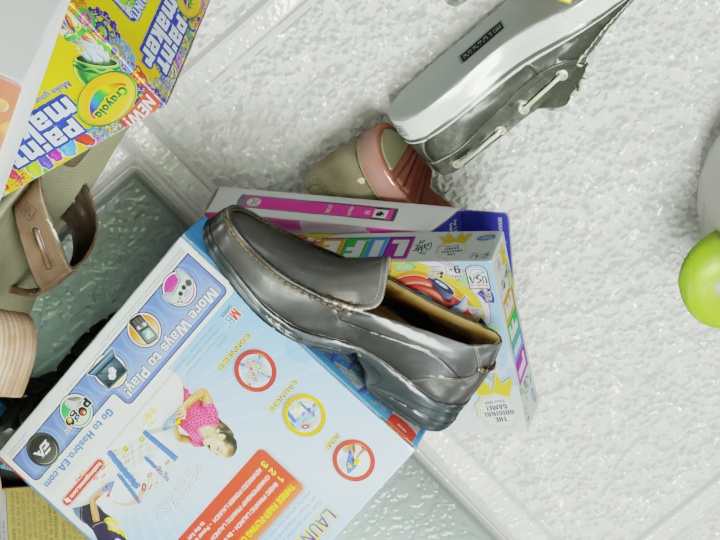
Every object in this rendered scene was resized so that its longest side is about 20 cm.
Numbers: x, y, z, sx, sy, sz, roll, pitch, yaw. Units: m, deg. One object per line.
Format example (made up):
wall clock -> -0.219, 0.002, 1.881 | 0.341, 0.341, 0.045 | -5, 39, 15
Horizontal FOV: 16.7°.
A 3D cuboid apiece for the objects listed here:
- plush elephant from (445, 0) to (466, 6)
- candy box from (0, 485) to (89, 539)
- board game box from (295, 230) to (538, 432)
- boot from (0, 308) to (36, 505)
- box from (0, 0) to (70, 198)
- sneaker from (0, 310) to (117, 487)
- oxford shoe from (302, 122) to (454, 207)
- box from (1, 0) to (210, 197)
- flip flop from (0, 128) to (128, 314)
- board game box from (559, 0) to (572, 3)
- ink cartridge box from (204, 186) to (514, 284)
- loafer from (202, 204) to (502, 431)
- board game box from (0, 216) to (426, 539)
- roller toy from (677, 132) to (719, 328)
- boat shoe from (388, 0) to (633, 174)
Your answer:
plush elephant -> 0.036, -0.252, 1.459 | 0.198, 0.155, 0.166 | 8, 114, -13
candy box -> -0.225, 0.193, 1.661 | 0.198, 0.057, 0.117 | -3, 151, -6
board game box -> 0.005, 0.040, 1.576 | 0.198, 0.034, 0.135 | -1, 125, 21
boot -> -0.295, 0.105, 1.514 | 0.154, 0.077, 0.201 | 4, 123, -30
box -> -0.251, -0.086, 1.362 | 0.124, 0.098, 0.201 | 22, 133, -5
sneaker -> -0.169, 0.087, 1.644 | 0.199, 0.073, 0.082 | -27, 121, 16
oxford shoe -> 0.037, -0.008, 1.639 | 0.073, 0.071, 0.201 | -22, 116, 25
box -> -0.229, -0.159, 1.442 | 0.199, 0.122, 0.193 | -26, 120, 33
flip flop -> -0.194, -0.033, 1.569 | 0.201, 0.057, 0.081 | -57, 153, 13
board game box -> 0.147, -0.272, 1.503 | 0.030, 0.096, 0.201 | 18, 112, -16
ink cartridge box -> 0.000, 0.000, 1.593 | 0.198, 0.037, 0.095 | 4, 127, 15
loafer -> -0.004, 0.014, 1.499 | 0.199, 0.073, 0.072 | 33, 119, -17
board game box -> -0.093, 0.106, 1.551 | 0.196, 0.056, 0.200 | 42, 109, -1
roller toy -> 0.320, -0.032, 1.624 | 0.199, 0.140, 0.183 | 19, 122, -20
boat shoe -> 0.113, -0.138, 1.582 | 0.199, 0.071, 0.064 | -35, 116, 16
